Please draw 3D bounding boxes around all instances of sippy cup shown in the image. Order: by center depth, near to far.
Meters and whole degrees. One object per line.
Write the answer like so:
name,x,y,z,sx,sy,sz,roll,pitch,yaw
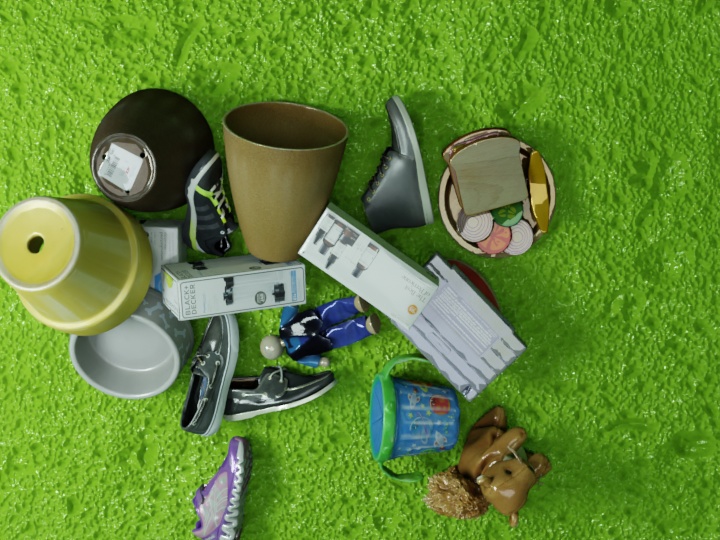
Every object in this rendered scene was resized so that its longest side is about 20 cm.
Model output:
sippy cup,0.086,0.232,1.612,0.127,0.141,0.180,3,135,-9

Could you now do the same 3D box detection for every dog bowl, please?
dog bowl,-0.361,0.117,1.595,0.196,0.059,0.203,1,127,2

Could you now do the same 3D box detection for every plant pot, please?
plant pot,-0.418,-0.020,1.448,0.196,0.189,0.205,-2,79,9
plant pot,-0.321,-0.163,1.494,0.183,0.200,0.191,1,103,2
plant pot,-0.118,-0.122,1.520,0.182,0.187,0.204,7,117,0

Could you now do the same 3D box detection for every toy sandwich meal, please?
toy sandwich meal,0.208,-0.114,1.551,0.201,0.070,0.210,0,103,2

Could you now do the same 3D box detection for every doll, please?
doll,-0.072,0.091,1.608,0.197,0.049,0.138,-22,106,21

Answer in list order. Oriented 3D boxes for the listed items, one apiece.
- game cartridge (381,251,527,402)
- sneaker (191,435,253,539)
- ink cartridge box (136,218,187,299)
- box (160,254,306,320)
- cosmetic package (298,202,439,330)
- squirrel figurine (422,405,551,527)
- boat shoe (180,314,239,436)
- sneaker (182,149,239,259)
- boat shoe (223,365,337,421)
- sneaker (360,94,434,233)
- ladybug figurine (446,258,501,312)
game cartridge,0.142,0.084,1.544,0.130,0.038,0.200,-44,96,8
sneaker,-0.230,0.365,1.677,0.087,0.081,0.204,14,104,7
ink cartridge box,-0.373,-0.019,1.596,0.196,0.068,0.119,1,103,2
box,-0.191,0.020,1.538,0.196,0.116,0.061,-7,105,-21
cosmetic package,0.013,-0.006,1.493,0.198,0.051,0.083,34,105,-4
squirrel figurine,0.201,0.335,1.594,0.198,0.187,0.143,-34,100,9
boat shoe,-0.238,0.158,1.607,0.056,0.068,0.204,12,85,-45
sneaker,-0.214,-0.095,1.540,0.082,0.072,0.202,26,141,9
boat shoe,-0.135,0.186,1.631,0.196,0.072,0.069,-13,100,10
sneaker,0.042,-0.155,1.545,0.104,0.075,0.204,-13,103,3
ladybug figurine,0.153,0.076,1.596,0.134,0.072,0.203,-24,101,8
